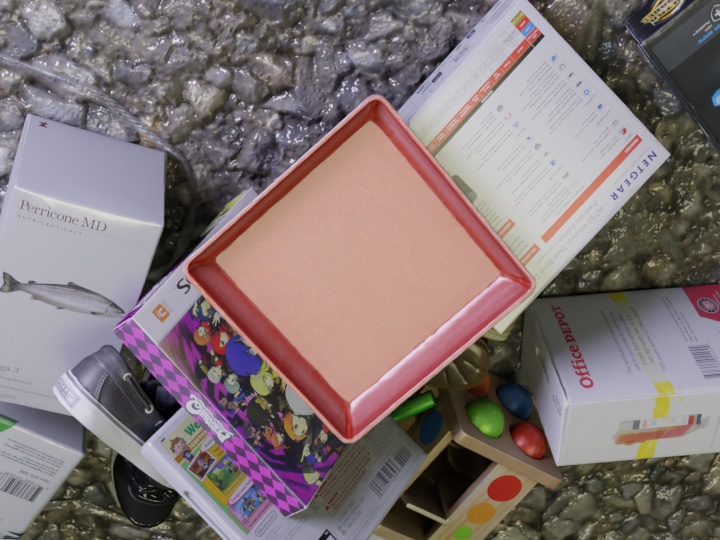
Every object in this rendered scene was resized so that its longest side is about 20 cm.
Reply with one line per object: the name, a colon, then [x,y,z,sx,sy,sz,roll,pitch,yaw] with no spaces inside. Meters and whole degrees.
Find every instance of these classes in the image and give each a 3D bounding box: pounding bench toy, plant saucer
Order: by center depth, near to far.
plant saucer: [0.000,0.000,0.902,0.199,0.037,0.200,-40,107,9]
pounding bench toy: [0.064,0.158,1.098,0.198,0.125,0.156,28,116,-26]

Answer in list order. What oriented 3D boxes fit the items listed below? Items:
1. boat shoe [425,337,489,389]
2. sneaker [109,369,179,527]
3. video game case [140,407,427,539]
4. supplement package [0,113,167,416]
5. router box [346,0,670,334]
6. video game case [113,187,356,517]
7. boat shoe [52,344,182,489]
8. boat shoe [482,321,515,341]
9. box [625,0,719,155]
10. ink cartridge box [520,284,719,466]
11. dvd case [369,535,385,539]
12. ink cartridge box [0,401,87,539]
boat shoe: [0.019,0.057,1.056,0.197,0.065,0.074,15,116,2]
sneaker: [-0.190,0.179,1.088,0.075,0.088,0.202,7,123,-15]
video game case: [-0.055,0.150,0.959,0.182,0.200,0.022,46,134,-1]
supplement package: [-0.236,0.000,0.938,0.115,0.118,0.202,14,121,-17]
router box: [0.114,-0.083,0.935,0.179,0.049,0.200,42,96,-16]
video game case: [-0.075,0.060,0.941,0.201,0.182,0.036,49,135,-12]
boat shoe: [-0.171,0.115,0.943,0.066,0.070,0.200,-45,145,-8]
boat shoe: [0.077,-0.013,1.011,0.066,0.074,0.199,-43,121,14]
box: [0.336,-0.201,0.945,0.199,0.046,0.159,-38,123,15]
ink cartridge box: [0.258,0.093,1.076,0.197,0.146,0.084,-3,127,-7]
dvd case: [-0.012,0.276,1.232,0.197,0.018,0.144,18,119,-22]
ink cartridge box: [-0.358,0.177,1.060,0.146,0.084,0.200,30,114,-27]
